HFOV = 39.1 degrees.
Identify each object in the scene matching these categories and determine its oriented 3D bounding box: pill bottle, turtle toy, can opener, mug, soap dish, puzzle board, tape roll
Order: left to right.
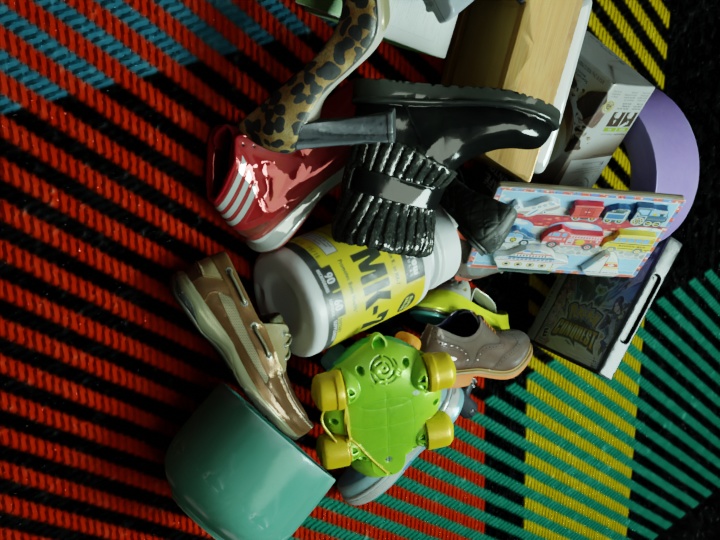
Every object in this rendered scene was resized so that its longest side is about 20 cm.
[{"bbox_3d":[-0.110,0.211,1.008,0.115,0.152,0.185,-49,134,-9],"label":"mug"},{"bbox_3d":[0.000,0.000,1.038,0.199,0.114,0.115,-25,124,-32],"label":"pill bottle"},{"bbox_3d":[0.017,0.142,1.043,0.145,0.101,0.201,-9,124,-10],"label":"turtle toy"},{"bbox_3d":[0.081,0.122,1.202,0.079,0.063,0.200,-49,134,-13],"label":"can opener"},{"bbox_3d":[0.149,-0.207,1.055,0.081,0.157,0.201,8,104,-26],"label":"soap dish"},{"bbox_3d":[0.227,-0.037,1.089,0.199,0.017,0.151,4,146,-6],"label":"puzzle board"},{"bbox_3d":[0.284,-0.117,1.177,0.085,0.200,0.201,-12,117,-37],"label":"tape roll"}]

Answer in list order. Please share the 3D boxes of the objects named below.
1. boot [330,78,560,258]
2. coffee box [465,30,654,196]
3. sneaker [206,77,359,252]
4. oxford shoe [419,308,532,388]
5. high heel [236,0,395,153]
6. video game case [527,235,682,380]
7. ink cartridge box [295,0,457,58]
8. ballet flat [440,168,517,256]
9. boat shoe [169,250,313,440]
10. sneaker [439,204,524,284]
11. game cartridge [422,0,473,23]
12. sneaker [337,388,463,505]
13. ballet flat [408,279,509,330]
[{"bbox_3d":[0.080,-0.090,0.948,0.210,0.079,0.159,4,92,-8],"label":"boot"},{"bbox_3d":[0.215,-0.150,1.117,0.079,0.113,0.201,-6,135,-40],"label":"coffee box"},{"bbox_3d":[-0.065,-0.121,0.949,0.200,0.078,0.116,-55,136,-9],"label":"sneaker"},{"bbox_3d":[0.136,0.081,1.141,0.199,0.071,0.073,-8,112,-50],"label":"oxford shoe"},{"bbox_3d":[-0.045,-0.203,0.874,0.071,0.142,0.201,-47,134,-77],"label":"high heel"},{"bbox_3d":[0.297,0.030,1.268,0.025,0.200,0.181,28,90,-18],"label":"video game case"},{"bbox_3d":[0.011,-0.278,0.955,0.199,0.059,0.104,8,104,-43],"label":"ink cartridge box"},{"bbox_3d":[0.113,-0.077,1.048,0.057,0.200,0.066,-40,121,9],"label":"ballet flat"},{"bbox_3d":[-0.100,0.070,0.963,0.074,0.076,0.201,-37,108,-10],"label":"boat shoe"},{"bbox_3d":[0.133,-0.023,1.189,0.199,0.077,0.082,20,112,-39],"label":"sneaker"},{"bbox_3d":[0.066,-0.344,0.929,0.133,0.041,0.201,-44,113,-35],"label":"game cartridge"},{"bbox_3d":[0.010,0.172,1.164,0.130,0.080,0.200,37,109,-15],"label":"sneaker"},{"bbox_3d":[0.121,0.047,1.214,0.200,0.067,0.067,28,69,-48],"label":"ballet flat"}]
